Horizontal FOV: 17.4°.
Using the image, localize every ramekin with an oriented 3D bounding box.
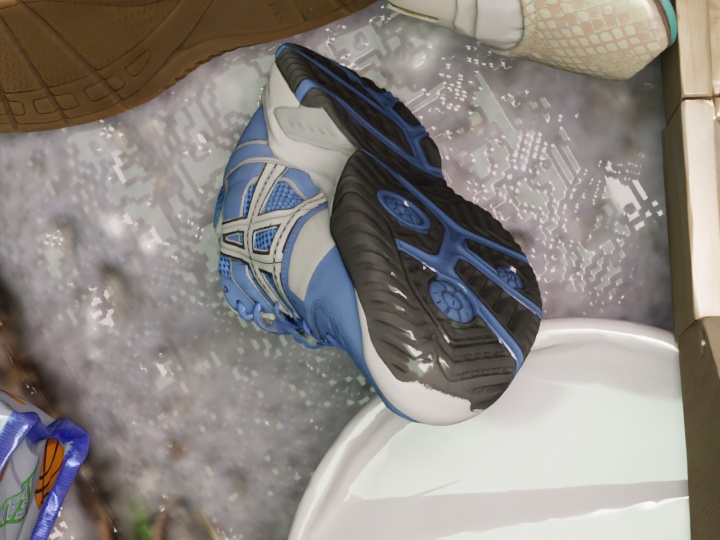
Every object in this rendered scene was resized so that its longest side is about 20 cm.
[{"bbox_3d":[0.075,0.114,0.807,0.202,0.094,0.203,0,93,7],"label":"ramekin"}]

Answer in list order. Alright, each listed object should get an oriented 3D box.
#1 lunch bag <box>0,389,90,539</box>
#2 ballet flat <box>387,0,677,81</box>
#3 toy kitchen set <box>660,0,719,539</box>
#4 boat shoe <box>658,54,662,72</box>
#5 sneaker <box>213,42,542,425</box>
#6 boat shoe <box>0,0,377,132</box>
[{"bbox_3d":[-0.214,0.113,0.827,0.170,0.124,0.201,22,85,10],"label":"lunch bag"},{"bbox_3d":[0.015,-0.115,0.755,0.062,0.068,0.200,-35,61,-19],"label":"ballet flat"},{"bbox_3d":[0.182,-0.019,0.672,0.163,0.180,0.201,-2,80,-1],"label":"toy kitchen set"},{"bbox_3d":[0.126,-0.140,0.803,0.063,0.071,0.201,-4,90,8],"label":"boat shoe"},{"bbox_3d":[0.000,0.000,0.779,0.076,0.200,0.077,26,109,-25],"label":"sneaker"},{"bbox_3d":[-0.081,-0.108,0.837,0.199,0.072,0.065,-18,51,8],"label":"boat shoe"}]
